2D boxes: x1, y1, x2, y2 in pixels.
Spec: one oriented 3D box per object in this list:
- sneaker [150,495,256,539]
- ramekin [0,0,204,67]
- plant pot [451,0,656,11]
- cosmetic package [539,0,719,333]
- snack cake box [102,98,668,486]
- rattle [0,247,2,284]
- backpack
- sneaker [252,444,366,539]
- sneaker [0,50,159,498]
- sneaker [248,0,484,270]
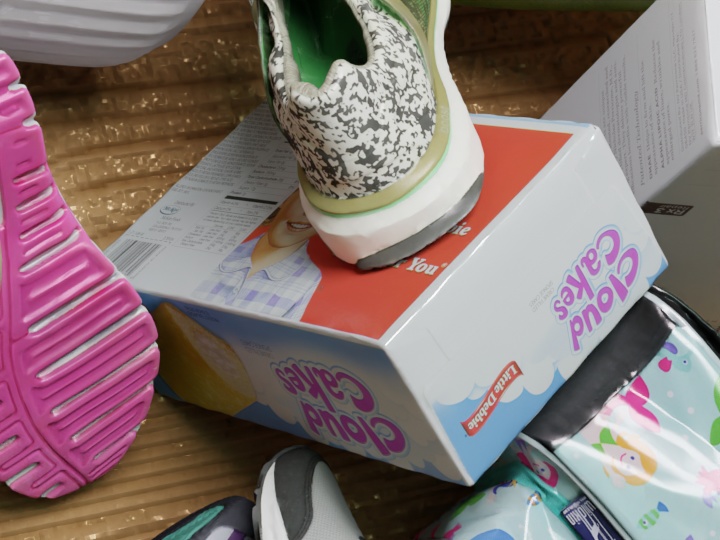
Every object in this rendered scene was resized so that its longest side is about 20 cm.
[{"bbox_3d":[-0.088,0.175,0.849,0.088,0.074,0.200,46,71,-9],"label":"sneaker"},{"bbox_3d":[-0.116,-0.172,0.909,0.105,0.200,0.200,10,65,-26],"label":"ramekin"},{"bbox_3d":[0.100,-0.185,0.947,0.193,0.200,0.200,17,59,22],"label":"plant pot"},{"bbox_3d":[0.143,-0.043,0.944,0.113,0.200,0.081,5,67,-16],"label":"cosmetic package"},{"bbox_3d":[0.000,0.000,0.866,0.115,0.200,0.067,-44,119,-23],"label":"snack cake box"},{"bbox_3d":[-0.187,-0.041,0.718,0.130,0.143,0.200,-12,82,8],"label":"rattle"},{"bbox_3d":[0.123,0.112,0.887,0.200,0.178,0.151,40,82,-1],"label":"backpack"},{"bbox_3d":[0.026,0.142,0.824,0.079,0.074,0.200,-33,62,1],"label":"sneaker"},{"bbox_3d":[-0.138,-0.009,0.871,0.081,0.088,0.200,-25,117,-17],"label":"sneaker"},{"bbox_3d":[-0.010,-0.097,0.827,0.077,0.089,0.200,-26,44,7],"label":"sneaker"}]
